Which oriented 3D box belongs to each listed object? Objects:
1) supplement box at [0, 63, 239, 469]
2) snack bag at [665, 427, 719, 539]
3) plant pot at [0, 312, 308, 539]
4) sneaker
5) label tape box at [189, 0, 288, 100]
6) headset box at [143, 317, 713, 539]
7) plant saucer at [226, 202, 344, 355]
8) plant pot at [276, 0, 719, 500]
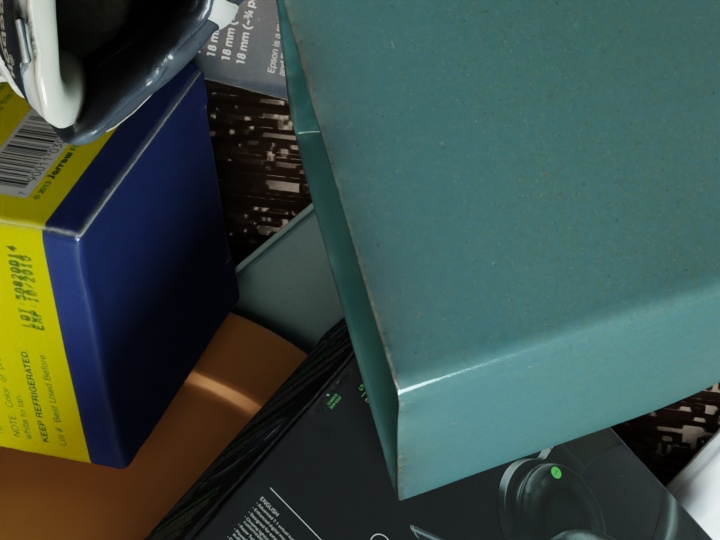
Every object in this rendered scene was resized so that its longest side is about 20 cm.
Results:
[{"bbox_3d":[-0.161,-0.016,1.003,0.199,0.110,0.109,9,130,20],"label":"supplement box"},{"bbox_3d":[0.184,0.149,1.044,0.200,0.021,0.189,39,113,-4],"label":"snack bag"},{"bbox_3d":[-0.092,0.129,1.044,0.199,0.140,0.201,7,120,13],"label":"plant pot"},{"bbox_3d":[-0.113,-0.084,0.834,0.198,0.130,0.080,-8,110,15],"label":"sneaker"},{"bbox_3d":[-0.017,-0.139,0.987,0.199,0.063,0.145,15,113,7],"label":"label tape box"},{"bbox_3d":[0.023,0.116,0.958,0.174,0.200,0.093,46,138,-6],"label":"headset box"},{"bbox_3d":[0.000,0.000,1.022,0.070,0.019,0.200,40,133,-12],"label":"plant saucer"},{"bbox_3d":[0.088,-0.034,0.860,0.199,0.141,0.142,-15,73,-3],"label":"plant pot"}]
